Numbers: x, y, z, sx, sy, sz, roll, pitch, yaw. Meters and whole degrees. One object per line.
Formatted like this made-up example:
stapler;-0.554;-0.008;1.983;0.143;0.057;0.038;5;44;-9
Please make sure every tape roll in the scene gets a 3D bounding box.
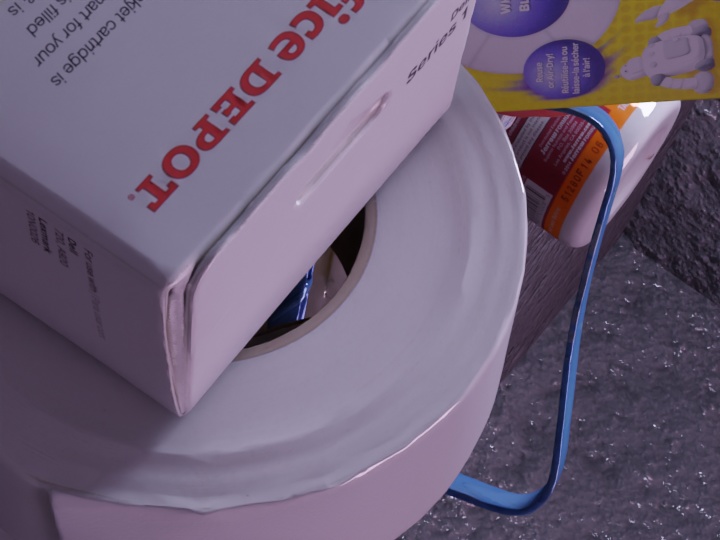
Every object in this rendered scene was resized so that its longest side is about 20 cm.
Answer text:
tape roll;-0.049;0.000;0.597;0.203;0.202;0.071;-50;163;-26

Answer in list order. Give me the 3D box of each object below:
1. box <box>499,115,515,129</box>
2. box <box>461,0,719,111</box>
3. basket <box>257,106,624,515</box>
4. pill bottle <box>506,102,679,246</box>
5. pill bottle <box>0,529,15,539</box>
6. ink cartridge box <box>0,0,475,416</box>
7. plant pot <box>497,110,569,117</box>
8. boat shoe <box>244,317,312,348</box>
box;0.059;-0.189;0.987;0.201;0.144;0.036;-62;168;29
box;0.043;-0.110;0.656;0.118;0.198;0.049;79;11;-49
basket;0.000;0.000;0.778;0.139;0.198;0.178;-48;148;-67
pill bottle;0.078;-0.112;1.104;0.110;0.199;0.110;-51;169;-15
pill bottle;-0.179;0.142;1.031;0.110;0.109;0.200;-55;169;0
ink cartridge box;-0.085;-0.076;0.549;0.145;0.199;0.084;-50;164;-25
plant pot;0.064;-0.168;0.797;0.201;0.200;0.177;-53;148;-11
boat shoe;-0.054;0.064;0.693;0.065;0.072;0.199;-36;-167;-35
